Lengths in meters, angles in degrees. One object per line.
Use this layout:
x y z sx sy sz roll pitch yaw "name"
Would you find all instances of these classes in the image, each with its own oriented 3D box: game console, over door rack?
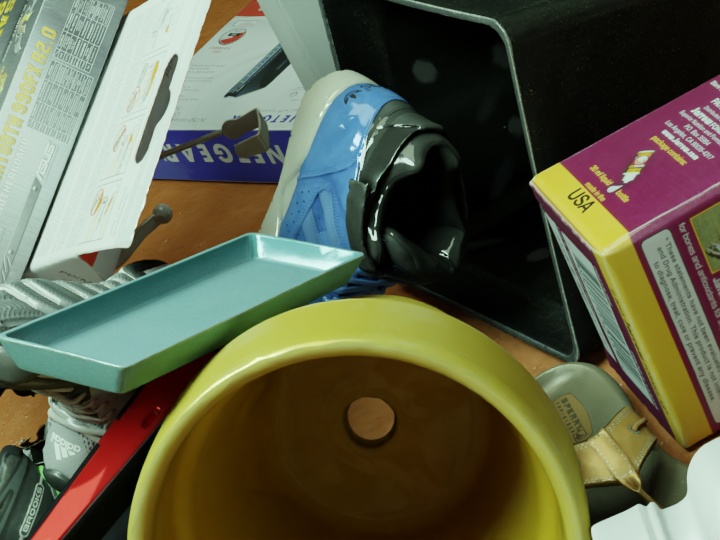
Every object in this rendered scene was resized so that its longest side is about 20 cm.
-0.111 0.114 1.001 0.031 0.200 0.177 31 68 9 "game console"
-0.109 -0.024 1.251 0.199 0.148 0.067 -13 37 26 "over door rack"

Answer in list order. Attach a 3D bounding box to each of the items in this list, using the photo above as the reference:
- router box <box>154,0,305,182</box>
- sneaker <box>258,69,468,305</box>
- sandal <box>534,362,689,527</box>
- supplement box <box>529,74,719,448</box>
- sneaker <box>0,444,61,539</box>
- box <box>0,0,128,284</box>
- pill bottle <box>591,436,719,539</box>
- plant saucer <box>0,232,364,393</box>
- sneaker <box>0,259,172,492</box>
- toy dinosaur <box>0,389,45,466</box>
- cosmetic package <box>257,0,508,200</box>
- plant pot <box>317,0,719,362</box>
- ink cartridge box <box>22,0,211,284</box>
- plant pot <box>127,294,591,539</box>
-0.054 -0.138 1.488 0.200 0.049 0.180 3 41 43 "router box"
-0.001 0.000 1.110 0.077 0.201 0.111 1 22 -41 "sneaker"
0.117 0.091 0.968 0.080 0.054 0.200 -28 29 -1 "sandal"
0.207 -0.026 1.003 0.200 0.131 0.103 -28 29 -3 "supplement box"
-0.242 0.154 1.020 0.200 0.084 0.077 -29 5 -11 "sneaker"
-0.215 -0.073 1.177 0.158 0.048 0.201 3 71 66 "box"
0.202 0.106 0.814 0.199 0.112 0.112 -24 29 7 "pill bottle"
-0.077 0.017 0.917 0.070 0.019 0.200 11 20 28 "plant saucer"
-0.137 0.065 0.974 0.075 0.116 0.200 30 17 19 "sneaker"
-0.158 0.088 1.175 0.102 0.136 0.200 43 107 24 "toy dinosaur"
0.006 -0.125 1.260 0.081 0.200 0.113 -30 29 -5 "cosmetic package"
0.115 -0.096 1.145 0.177 0.201 0.199 -27 26 -23 "plant pot"
-0.122 -0.070 1.098 0.200 0.050 0.163 -8 62 60 "ink cartridge box"
0.003 0.098 0.928 0.200 0.201 0.189 -23 14 8 "plant pot"
